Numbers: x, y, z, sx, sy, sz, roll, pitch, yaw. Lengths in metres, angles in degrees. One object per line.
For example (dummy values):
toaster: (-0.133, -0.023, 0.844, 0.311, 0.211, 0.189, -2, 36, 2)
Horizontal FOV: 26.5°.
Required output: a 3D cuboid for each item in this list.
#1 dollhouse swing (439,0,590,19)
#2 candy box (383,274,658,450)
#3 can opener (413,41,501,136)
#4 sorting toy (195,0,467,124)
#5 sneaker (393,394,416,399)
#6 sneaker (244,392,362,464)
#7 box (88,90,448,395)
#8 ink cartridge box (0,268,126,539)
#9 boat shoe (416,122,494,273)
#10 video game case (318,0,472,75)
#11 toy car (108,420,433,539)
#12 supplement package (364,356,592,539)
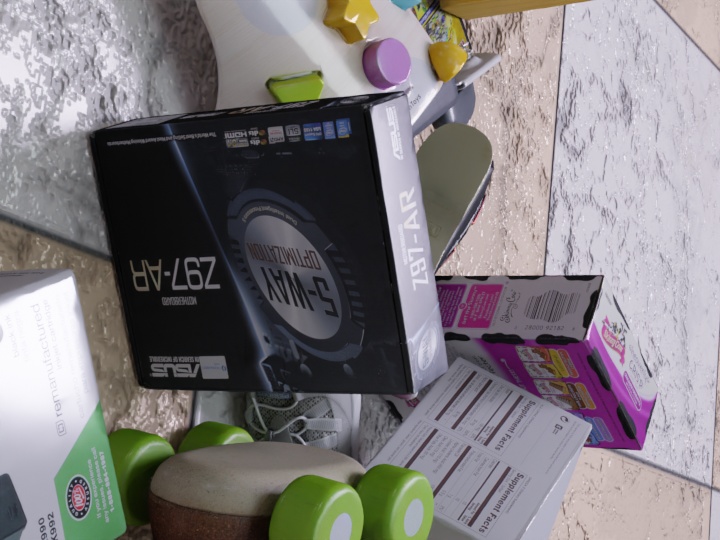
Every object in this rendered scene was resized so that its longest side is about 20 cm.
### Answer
dollhouse swing: (0.115, -0.316, 1.174, 0.176, 0.179, 0.203, 65, 17, -87)
candy box: (0.103, 0.067, 1.128, 0.137, 0.198, 0.061, 57, 44, -41)
can opener: (0.049, -0.122, 1.142, 0.200, 0.052, 0.067, -37, 120, -53)
sorting toy: (-0.032, -0.166, 0.990, 0.201, 0.106, 0.181, -53, 126, -32)
sneaker: (0.000, 0.000, 0.974, 0.080, 0.089, 0.201, 36, 13, -36)
sneaker: (-0.041, 0.115, 1.009, 0.082, 0.074, 0.202, -48, 128, -50)
box: (-0.055, -0.013, 0.878, 0.043, 0.198, 0.162, -27, 112, -55)
ink cartridge box: (-0.215, 0.095, 0.722, 0.199, 0.083, 0.148, -27, 111, -55)
boat shoe: (0.029, -0.015, 1.109, 0.202, 0.073, 0.063, -53, 166, -18)
video game case: (0.016, -0.196, 1.167, 0.200, 0.025, 0.182, -56, 133, -45)
toy car: (-0.067, 0.204, 0.897, 0.157, 0.163, 0.203, 4, 95, -58)
supplement package: (0.060, 0.196, 1.059, 0.156, 0.110, 0.202, -44, 154, -50)
